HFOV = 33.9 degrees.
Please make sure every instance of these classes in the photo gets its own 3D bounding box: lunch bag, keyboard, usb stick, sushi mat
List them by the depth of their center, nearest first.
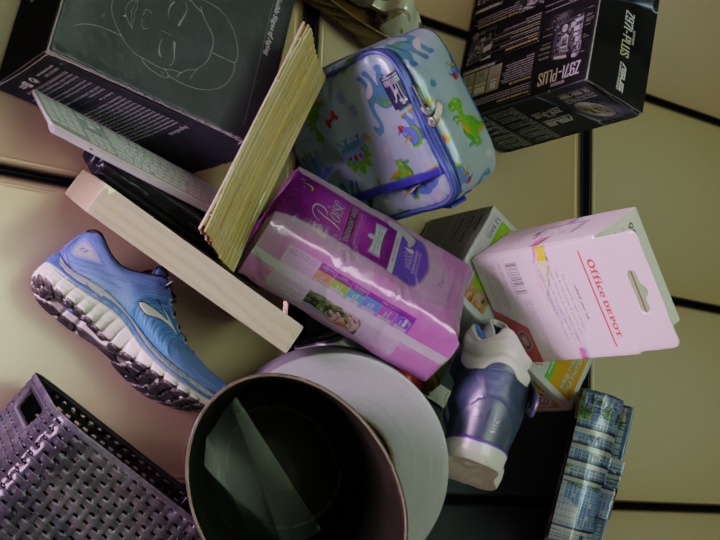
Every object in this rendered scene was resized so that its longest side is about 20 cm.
[{"bbox_3d":[-0.078,-0.100,0.971,0.012,0.096,0.201,20,73,12],"label":"sushi mat"},{"bbox_3d":[-0.185,-0.093,0.986,0.200,0.011,0.056,29,23,-44],"label":"keyboard"},{"bbox_3d":[-0.154,-0.048,1.032,0.200,0.055,0.033,37,100,-28],"label":"usb stick"},{"bbox_3d":[0.021,-0.122,1.081,0.082,0.200,0.161,-35,105,-34],"label":"lunch bag"}]

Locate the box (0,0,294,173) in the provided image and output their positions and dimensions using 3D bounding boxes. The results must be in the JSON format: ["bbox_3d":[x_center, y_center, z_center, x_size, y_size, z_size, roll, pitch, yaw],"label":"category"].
[{"bbox_3d":[-0.172,-0.216,0.996,0.196,0.124,0.201,22,71,-32],"label":"box"}]

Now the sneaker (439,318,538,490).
[{"bbox_3d":[0.116,0.124,1.122,0.080,0.200,0.147,18,74,2],"label":"sneaker"}]

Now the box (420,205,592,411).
[{"bbox_3d":[0.142,0.044,1.210,0.200,0.101,0.113,44,61,-24],"label":"box"}]

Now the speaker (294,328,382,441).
[{"bbox_3d":[0.005,0.152,1.103,0.081,0.081,0.201,-21,96,-37],"label":"speaker"}]

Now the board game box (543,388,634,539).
[{"bbox_3d":[0.232,0.232,1.223,0.200,0.061,0.201,45,58,-77],"label":"board game box"}]

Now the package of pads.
[{"bbox_3d":[0.000,0.000,1.042,0.200,0.076,0.121,30,30,-8],"label":"package of pads"}]

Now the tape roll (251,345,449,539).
[{"bbox_3d":[-0.026,0.167,1.028,0.199,0.066,0.201,0,94,-7],"label":"tape roll"}]

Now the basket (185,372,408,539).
[{"bbox_3d":[-0.056,0.154,0.887,0.136,0.200,0.181,-33,94,-7],"label":"basket"}]

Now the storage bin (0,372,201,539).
[{"bbox_3d":[-0.195,0.183,0.897,0.200,0.135,0.094,45,81,-24],"label":"storage bin"}]

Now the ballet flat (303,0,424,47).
[{"bbox_3d":[0.007,-0.270,1.173,0.200,0.072,0.068,28,68,-31],"label":"ballet flat"}]

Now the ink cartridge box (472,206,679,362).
[{"bbox_3d":[0.208,0.015,1.073,0.067,0.200,0.117,-32,103,-35],"label":"ink cartridge box"}]

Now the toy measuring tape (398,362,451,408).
[{"bbox_3d":[0.078,0.108,1.172,0.200,0.073,0.074,37,63,-27],"label":"toy measuring tape"}]

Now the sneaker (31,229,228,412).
[{"bbox_3d":[-0.173,0.043,0.986,0.200,0.078,0.089,47,61,-22],"label":"sneaker"}]

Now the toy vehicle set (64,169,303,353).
[{"bbox_3d":[-0.147,-0.009,0.975,0.200,0.124,0.027,37,85,-22],"label":"toy vehicle set"}]

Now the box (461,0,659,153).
[{"bbox_3d":[0.203,-0.230,1.235,0.086,0.200,0.164,24,69,-32],"label":"box"}]
